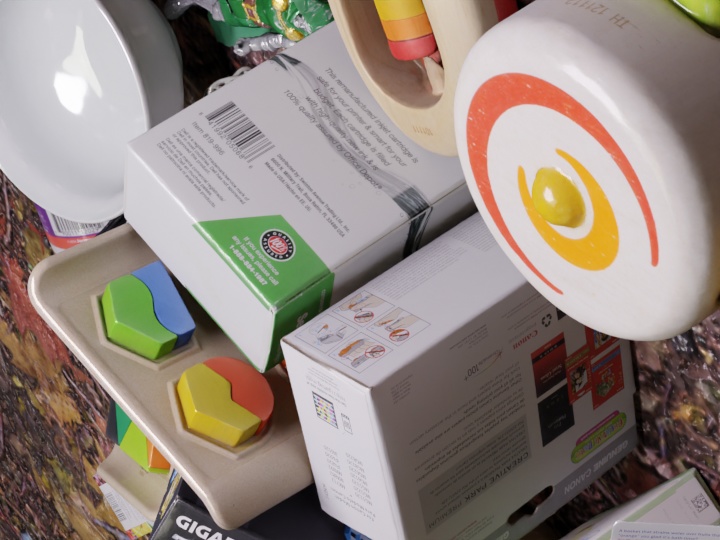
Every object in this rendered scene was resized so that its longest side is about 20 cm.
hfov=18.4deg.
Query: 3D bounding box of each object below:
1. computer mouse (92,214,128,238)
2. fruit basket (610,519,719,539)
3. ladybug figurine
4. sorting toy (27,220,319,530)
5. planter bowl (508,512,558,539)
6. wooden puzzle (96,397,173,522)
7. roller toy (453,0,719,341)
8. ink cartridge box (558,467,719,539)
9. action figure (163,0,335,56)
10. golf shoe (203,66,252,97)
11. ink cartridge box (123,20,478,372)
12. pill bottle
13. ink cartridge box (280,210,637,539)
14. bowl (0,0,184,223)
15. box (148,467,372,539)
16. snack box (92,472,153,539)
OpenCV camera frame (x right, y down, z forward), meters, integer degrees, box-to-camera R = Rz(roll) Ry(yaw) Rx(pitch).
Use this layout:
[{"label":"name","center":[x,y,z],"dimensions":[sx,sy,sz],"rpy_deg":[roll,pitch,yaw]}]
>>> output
[{"label":"computer mouse","center":[-0.144,-0.038,1.563],"dimensions":[0.044,0.110,0.200],"rpy_deg":[44,175,-19]},{"label":"fruit basket","center":[0.224,0.209,1.285],"dimensions":[0.094,0.185,0.200],"rpy_deg":[-86,-1,-51]},{"label":"ladybug figurine","center":[0.038,-0.164,1.278],"dimensions":[0.136,0.072,0.200],"rpy_deg":[17,133,51]},{"label":"sorting toy","center":[-0.077,0.042,1.356],"dimensions":[0.200,0.185,0.036],"rpy_deg":[50,137,15]},{"label":"planter bowl","center":[0.066,0.234,1.541],"dimensions":[0.135,0.200,0.200],"rpy_deg":[-10,112,32]},{"label":"wooden puzzle","center":[-0.143,0.064,1.565],"dimensions":[0.185,0.037,0.200],"rpy_deg":[-161,84,-69]},{"label":"roller toy","center":[0.144,-0.061,1.134],"dimensions":[0.200,0.140,0.182],"rpy_deg":[60,153,-5]},{"label":"ink cartridge box","center":[0.118,0.205,1.383],"dimensions":[0.048,0.200,0.146],"rpy_deg":[59,152,5]},{"label":"action figure","center":[-0.074,-0.181,1.464],"dimensions":[0.200,0.055,0.118],"rpy_deg":[22,146,53]},{"label":"golf shoe","center":[-0.076,-0.105,1.527],"dimensions":[0.088,0.077,0.200],"rpy_deg":[59,153,13]},{"label":"ink cartridge box","center":[-0.023,-0.055,1.354],"dimensions":[0.147,0.200,0.083],"rpy_deg":[48,154,20]},{"label":"pill bottle","center":[-0.216,-0.116,1.702],"dimensions":[0.111,0.111,0.200],"rpy_deg":[18,132,51]},{"label":"ink cartridge box","center":[0.066,0.075,1.334],"dimensions":[0.084,0.200,0.176],"rpy_deg":[27,139,44]},{"label":"bowl","center":[-0.190,-0.141,1.567],"dimensions":[0.201,0.090,0.201],"rpy_deg":[22,126,34]},{"label":"box","center":[-0.019,0.145,1.397],"dimensions":[0.198,0.200,0.050],"rpy_deg":[26,119,-6]},{"label":"snack box","center":[-0.094,0.125,1.685],"dimensions":[0.068,0.169,0.200],"rpy_deg":[57,153,1]}]
